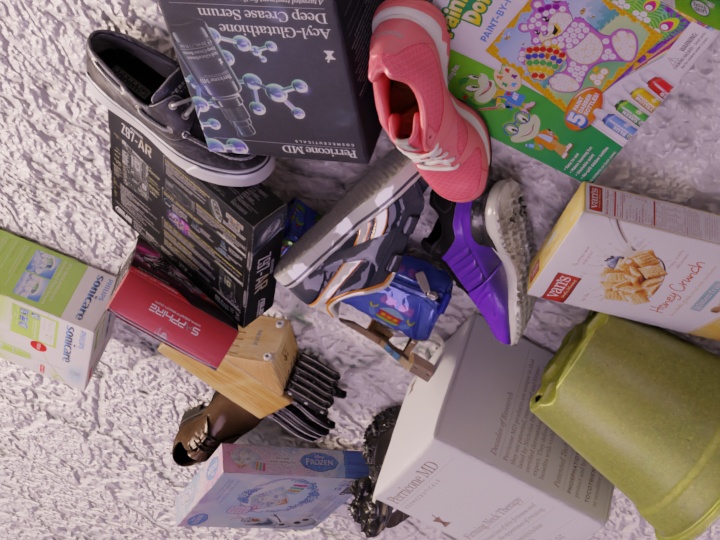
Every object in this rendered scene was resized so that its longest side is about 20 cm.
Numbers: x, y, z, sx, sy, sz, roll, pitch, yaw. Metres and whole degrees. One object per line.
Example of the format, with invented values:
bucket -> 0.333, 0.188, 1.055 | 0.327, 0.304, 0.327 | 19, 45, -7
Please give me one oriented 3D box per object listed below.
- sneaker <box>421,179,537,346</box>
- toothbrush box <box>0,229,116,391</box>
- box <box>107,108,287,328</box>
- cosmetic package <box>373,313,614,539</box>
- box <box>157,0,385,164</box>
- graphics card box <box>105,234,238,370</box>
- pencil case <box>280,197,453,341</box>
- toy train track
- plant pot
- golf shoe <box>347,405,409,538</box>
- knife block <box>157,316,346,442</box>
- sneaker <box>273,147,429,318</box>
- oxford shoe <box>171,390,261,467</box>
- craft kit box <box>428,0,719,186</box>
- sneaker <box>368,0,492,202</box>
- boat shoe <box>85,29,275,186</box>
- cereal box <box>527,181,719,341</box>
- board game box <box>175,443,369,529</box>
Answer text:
sneaker -> 0.111, -0.013, 1.148 | 0.099, 0.070, 0.201 | 9, 138, 26
toothbrush box -> -0.395, 0.041, 1.425 | 0.199, 0.086, 0.146 | 22, 143, -4
box -> -0.161, -0.060, 1.159 | 0.200, 0.043, 0.161 | 40, 147, 20
cosmetic package -> 0.150, 0.187, 1.285 | 0.199, 0.167, 0.168 | 27, 142, -7
box -> -0.063, -0.196, 0.964 | 0.147, 0.107, 0.201 | 6, 141, 17
graphics card box -> -0.190, 0.028, 1.244 | 0.125, 0.051, 0.200 | 30, -174, -12
pencil case -> 0.000, 0.000, 1.196 | 0.199, 0.078, 0.087 | 24, 166, -5
toy train track -> 0.042, 0.074, 1.236 | 0.114, 0.033, 0.200 | 31, -179, -14
plant pot -> 0.272, 0.130, 1.162 | 0.184, 0.201, 0.201 | 34, 142, 2
golf shoe -> 0.050, 0.238, 1.484 | 0.094, 0.078, 0.201 | -7, 133, -31
knife block -> -0.121, 0.129, 1.422 | 0.199, 0.064, 0.176 | 8, 140, 16
sneaker -> 0.015, -0.039, 1.105 | 0.079, 0.079, 0.200 | 42, 111, -16
oxford shoe -> -0.177, 0.203, 1.524 | 0.072, 0.085, 0.200 | 34, 139, -14
craft kit box -> 0.146, -0.177, 0.945 | 0.197, 0.049, 0.200 | 27, 142, -4
sneaker -> 0.046, -0.115, 0.962 | 0.073, 0.087, 0.201 | -1, 138, 28
boat shoe -> -0.161, -0.149, 1.073 | 0.200, 0.072, 0.068 | 36, 155, 10
cereal box -> 0.264, -0.004, 1.073 | 0.199, 0.040, 0.144 | 12, 148, -6
board game box -> -0.118, 0.284, 1.569 | 0.198, 0.044, 0.200 | 6, 148, -25
